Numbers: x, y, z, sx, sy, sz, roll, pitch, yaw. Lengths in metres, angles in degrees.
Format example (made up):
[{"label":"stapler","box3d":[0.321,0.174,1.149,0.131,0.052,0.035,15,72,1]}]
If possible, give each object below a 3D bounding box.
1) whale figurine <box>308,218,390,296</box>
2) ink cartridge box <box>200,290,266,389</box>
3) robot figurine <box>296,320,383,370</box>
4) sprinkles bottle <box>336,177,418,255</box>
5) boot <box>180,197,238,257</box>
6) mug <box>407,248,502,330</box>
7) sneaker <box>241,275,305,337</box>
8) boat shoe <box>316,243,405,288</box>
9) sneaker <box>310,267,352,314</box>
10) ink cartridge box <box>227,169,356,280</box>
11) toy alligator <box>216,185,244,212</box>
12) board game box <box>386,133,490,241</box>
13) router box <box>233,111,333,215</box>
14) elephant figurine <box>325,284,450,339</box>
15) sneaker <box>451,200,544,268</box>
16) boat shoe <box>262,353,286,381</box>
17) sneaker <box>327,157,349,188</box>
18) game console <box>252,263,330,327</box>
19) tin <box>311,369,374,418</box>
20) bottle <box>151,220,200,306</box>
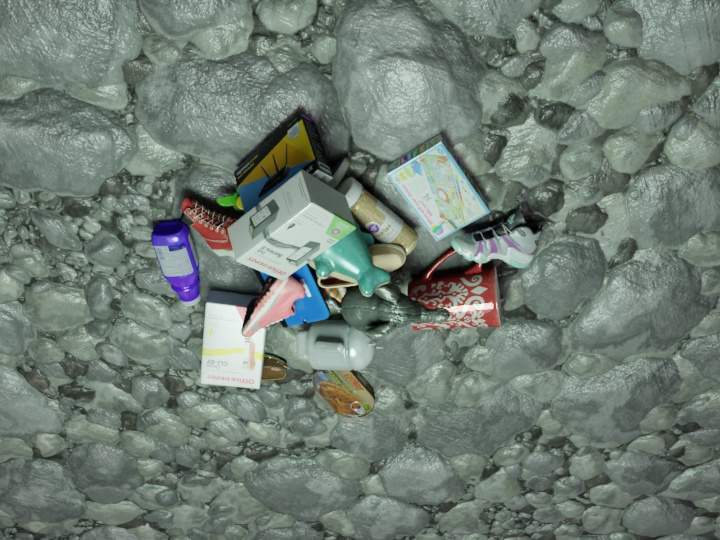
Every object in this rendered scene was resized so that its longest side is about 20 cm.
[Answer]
[{"label":"whale figurine","box3d":[-0.026,-0.039,1.628,0.200,0.158,0.105,42,144,24]},{"label":"ink cartridge box","box3d":[-0.288,0.161,1.870,0.142,0.084,0.204,6,108,-5]},{"label":"robot figurine","box3d":[-0.050,0.173,1.880,0.196,0.169,0.116,-1,91,17]},{"label":"sprinkles bottle","box3d":[0.033,-0.110,1.698,0.199,0.069,0.068,37,121,-25]},{"label":"boot","box3d":[-0.295,-0.098,1.668,0.144,0.073,0.198,45,153,-25]},{"label":"mug","box3d":[0.207,0.047,1.805,0.196,0.181,0.133,-7,165,13]},{"label":"sneaker","box3d":[-0.183,0.085,1.697,0.086,0.074,0.201,27,128,-17]},{"label":"boat shoe","box3d":[0.000,0.000,1.708,0.196,0.070,0.075,-14,122,16]},{"label":"sneaker","box3d":[-0.065,0.039,1.820,0.079,0.072,0.202,-20,117,18]},{"label":"ink cartridge box","box3d":[-0.131,-0.081,1.540,0.199,0.085,0.145,-34,147,23]},{"label":"toy alligator","box3d":[-0.200,-0.139,1.696,0.196,0.059,0.055,15,85,-15]},{"label":"board game box","box3d":[0.161,-0.167,1.671,0.133,0.035,0.201,-28,123,21]},{"label":"router box","box3d":[-0.154,-0.188,1.589,0.199,0.151,0.051,-37,145,26]},{"label":"elephant figurine","box3d":[0.058,0.080,1.702,0.199,0.155,0.143,7,133,58]},{"label":"sneaker","box3d":[0.295,-0.087,1.704,0.196,0.078,0.142,5,126,-25]},{"label":"boat shoe","box3d":[-0.279,0.249,1.983,0.196,0.075,0.077,5,129,-2]},{"label":"sneaker","box3d":[-0.110,-0.169,1.642,0.200,0.075,0.085,-45,90,4]},{"label":"game console","box3d":[-0.166,0.010,1.757,0.167,0.119,0.202,-11,128,16]},{"label":"tin","box3d":[-0.041,0.294,2.036,0.111,0.042,0.201,-23,124,23]},{"label":"bottle","box3d":[-0.398,-0.012,1.787,0.082,0.066,0.203,-5,128,6]}]
